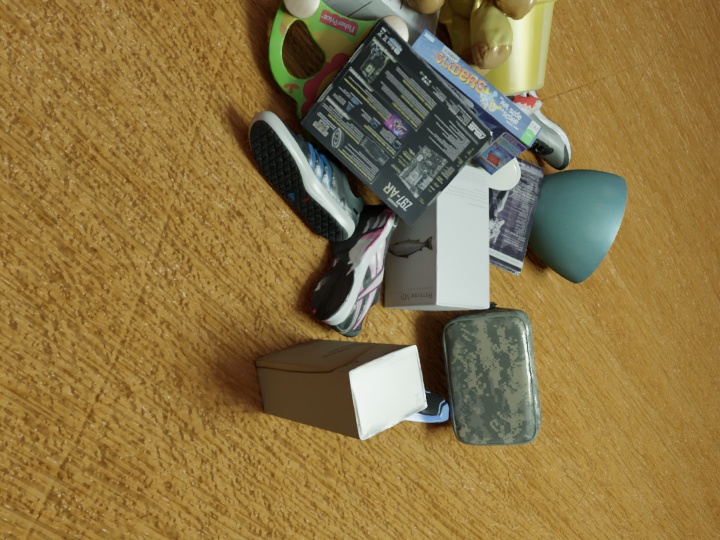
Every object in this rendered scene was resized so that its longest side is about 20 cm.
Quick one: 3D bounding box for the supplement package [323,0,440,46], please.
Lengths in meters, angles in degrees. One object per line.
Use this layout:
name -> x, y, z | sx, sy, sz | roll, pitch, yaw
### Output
supplement package -> 0.009, -0.398, 0.832 | 0.197, 0.112, 0.113 | 24, 72, -37

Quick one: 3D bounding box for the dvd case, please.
dvd case -> 0.224, -0.111, 1.009 | 0.145, 0.016, 0.205 | 21, 70, -7

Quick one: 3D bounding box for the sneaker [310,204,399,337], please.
sneaker -> 0.000, 0.000, 0.826 | 0.203, 0.079, 0.087 | -60, 139, -24

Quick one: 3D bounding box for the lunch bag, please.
lunch bag -> 0.209, 0.159, 0.935 | 0.167, 0.135, 0.207 | -9, 91, -70

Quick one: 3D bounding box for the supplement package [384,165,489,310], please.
supplement package -> 0.112, -0.045, 0.885 | 0.115, 0.115, 0.207 | 6, 81, -39

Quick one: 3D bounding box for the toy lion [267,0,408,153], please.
toy lion -> -0.032, -0.252, 0.787 | 0.195, 0.069, 0.196 | 17, 104, -16

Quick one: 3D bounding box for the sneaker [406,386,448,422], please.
sneaker -> 0.057, 0.168, 0.849 | 0.196, 0.069, 0.080 | 16, 81, -38

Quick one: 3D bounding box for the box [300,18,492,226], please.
box -> 0.046, -0.184, 0.764 | 0.199, 0.044, 0.161 | 39, 105, -15

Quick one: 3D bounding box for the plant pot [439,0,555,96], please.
plant pot -> 0.227, -0.389, 0.976 | 0.198, 0.198, 0.194 | -26, 115, -38

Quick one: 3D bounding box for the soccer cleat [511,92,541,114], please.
soccer cleat -> 0.229, -0.240, 1.011 | 0.196, 0.068, 0.087 | -20, 87, -22

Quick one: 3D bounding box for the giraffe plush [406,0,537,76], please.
giraffe plush -> 0.129, -0.374, 0.774 | 0.158, 0.172, 0.205 | 21, 89, -15

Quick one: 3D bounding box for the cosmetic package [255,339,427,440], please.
cosmetic package -> -0.029, 0.130, 0.695 | 0.102, 0.197, 0.075 | -14, 95, -39

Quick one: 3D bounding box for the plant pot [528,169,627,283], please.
plant pot -> 0.365, -0.097, 1.077 | 0.131, 0.201, 0.205 | 21, 69, 0

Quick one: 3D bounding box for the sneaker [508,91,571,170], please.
sneaker -> 0.319, -0.257, 1.117 | 0.200, 0.073, 0.080 | 43, 70, -22

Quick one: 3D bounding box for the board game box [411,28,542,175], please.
board game box -> 0.139, -0.224, 0.825 | 0.198, 0.135, 0.035 | 39, 79, -4

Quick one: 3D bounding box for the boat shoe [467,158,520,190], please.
boat shoe -> 0.163, -0.197, 0.932 | 0.197, 0.062, 0.074 | 31, 108, -2

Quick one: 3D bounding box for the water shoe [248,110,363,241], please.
water shoe -> -0.069, -0.130, 0.778 | 0.201, 0.070, 0.080 | 54, 47, -30
